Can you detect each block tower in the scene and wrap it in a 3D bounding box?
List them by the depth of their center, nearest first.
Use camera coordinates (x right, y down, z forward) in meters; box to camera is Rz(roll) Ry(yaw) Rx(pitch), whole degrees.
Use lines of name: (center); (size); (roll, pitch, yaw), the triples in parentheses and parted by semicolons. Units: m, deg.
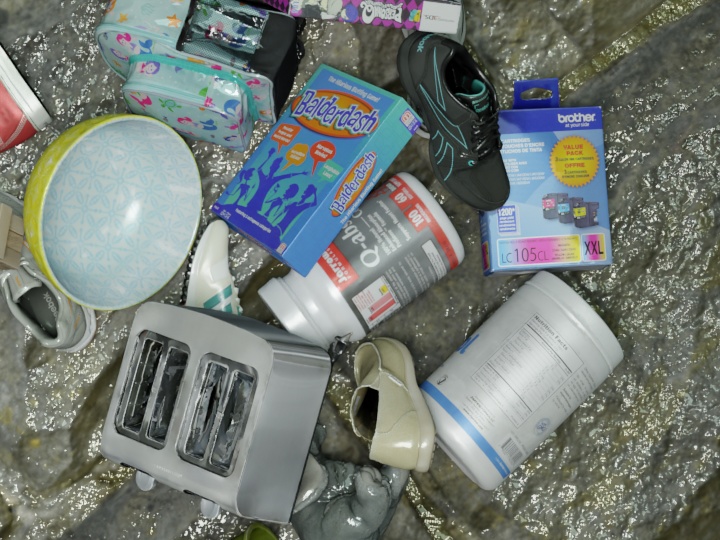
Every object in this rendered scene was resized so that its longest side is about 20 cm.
block tower: (-0.429, -0.030, 1.381); (0.197, 0.058, 0.055); (-2, 74, 24)

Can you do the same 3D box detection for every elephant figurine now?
elephant figurine: (-0.059, 0.210, 1.406); (0.198, 0.155, 0.143); (28, 127, 9)

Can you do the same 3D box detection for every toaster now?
toaster: (-0.132, 0.127, 1.310); (0.179, 0.118, 0.203); (17, 90, 30)

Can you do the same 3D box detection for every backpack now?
backpack: (-0.172, -0.218, 1.397); (0.198, 0.178, 0.152); (24, 79, 3)

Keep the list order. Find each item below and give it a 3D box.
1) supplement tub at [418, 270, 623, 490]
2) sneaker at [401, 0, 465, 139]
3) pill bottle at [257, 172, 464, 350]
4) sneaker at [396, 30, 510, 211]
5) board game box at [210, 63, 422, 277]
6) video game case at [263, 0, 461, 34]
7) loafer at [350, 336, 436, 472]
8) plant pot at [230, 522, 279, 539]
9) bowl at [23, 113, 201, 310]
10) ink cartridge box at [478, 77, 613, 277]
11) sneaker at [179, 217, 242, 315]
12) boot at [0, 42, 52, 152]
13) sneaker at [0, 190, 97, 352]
supplement tub: (0.159, 0.114, 1.412); (0.200, 0.132, 0.132); (-43, 89, -7)
sneaker: (0.083, -0.248, 1.444); (0.074, 0.115, 0.204); (-2, 85, -4)
pill bottle: (0.000, 0.000, 1.418); (0.199, 0.116, 0.116); (-37, 88, -6)
sneaker: (0.103, -0.143, 1.354); (0.075, 0.079, 0.201); (-42, 116, -25)
board game box: (-0.048, -0.108, 1.412); (0.201, 0.152, 0.045); (-53, 130, -6)
video game case: (-0.020, -0.280, 1.377); (0.179, 0.200, 0.036); (1, 109, -24)
loafer: (0.021, 0.128, 1.372); (0.067, 0.200, 0.077); (5, 113, -17)
plant pot: (-0.149, 0.383, 1.352); (0.191, 0.200, 0.203); (-25, 87, 6)
bowl: (-0.271, -0.069, 1.400); (0.107, 0.199, 0.202); (19, 82, 41)
ink cartridge box: (0.191, -0.099, 1.461); (0.134, 0.076, 0.203); (-4, 84, -4)
sneaker: (-0.145, 0.049, 1.434); (0.092, 0.070, 0.203); (11, 87, -9)
boot: (-0.436, -0.200, 1.432); (0.143, 0.072, 0.201); (-34, 92, -4)
sneaker: (-0.347, -0.004, 1.405); (0.075, 0.092, 0.201); (-39, 87, 4)
